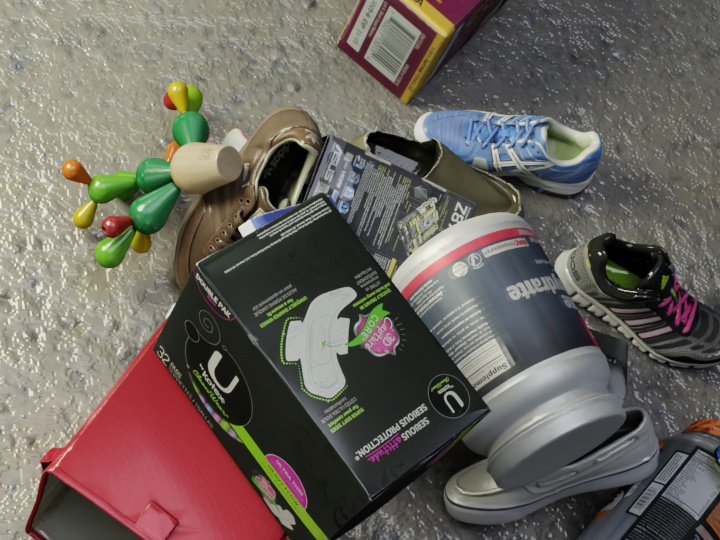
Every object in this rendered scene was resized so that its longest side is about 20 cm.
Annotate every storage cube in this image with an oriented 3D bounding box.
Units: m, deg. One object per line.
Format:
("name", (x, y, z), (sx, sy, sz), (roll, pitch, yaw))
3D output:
("storage cube", (-0.138, 0.165, 1.132), (0.199, 0.171, 0.180), (36, 59, 1))

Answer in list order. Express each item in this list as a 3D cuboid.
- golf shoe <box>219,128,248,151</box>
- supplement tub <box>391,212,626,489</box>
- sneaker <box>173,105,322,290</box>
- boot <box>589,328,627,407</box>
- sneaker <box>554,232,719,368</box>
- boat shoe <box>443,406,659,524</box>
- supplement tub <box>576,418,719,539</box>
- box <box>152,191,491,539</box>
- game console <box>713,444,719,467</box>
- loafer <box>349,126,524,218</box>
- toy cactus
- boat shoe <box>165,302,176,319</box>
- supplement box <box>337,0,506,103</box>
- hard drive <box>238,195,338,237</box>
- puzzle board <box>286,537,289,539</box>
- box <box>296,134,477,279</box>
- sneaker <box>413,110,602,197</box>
("golf shoe", (-0.049, -0.084, 1.359), (0.198, 0.075, 0.092), (12, 56, -15))
("supplement tub", (0.123, 0.066, 1.206), (0.139, 0.141, 0.201), (-18, 67, -25))
("sneaker", (-0.102, -0.054, 1.263), (0.070, 0.076, 0.201), (26, 103, -24))
("boot", (0.151, 0.108, 1.340), (0.199, 0.066, 0.166), (24, 62, -11))
("sneaker", (0.291, 0.027, 1.406), (0.199, 0.088, 0.074), (31, 60, -2))
("boat shoe", (0.166, 0.169, 1.267), (0.198, 0.066, 0.072), (-13, 37, 8))
("supplement tub", (0.283, 0.234, 1.284), (0.123, 0.123, 0.200), (45, 60, 7))
("box", (-0.033, 0.078, 1.027), (0.124, 0.149, 0.201), (-31, 77, -32))
("game console", (0.418, 0.225, 1.280), (0.199, 0.118, 0.172), (-17, 112, -35))
("loafer", (0.073, -0.084, 1.398), (0.198, 0.070, 0.076), (17, 61, -10))
("toy cactus", (-0.174, -0.096, 1.275), (0.103, 0.164, 0.201), (53, 52, -30))
("boat shoe", (-0.068, 0.059, 1.212), (0.199, 0.072, 0.068), (26, 90, -18))
("supplement box", (0.085, -0.291, 1.467), (0.103, 0.131, 0.200), (40, 59, 4))
("hard drive", (-0.015, 0.038, 1.191), (0.201, 0.025, 0.132), (61, 29, 4))
("puzzle board", (-0.094, 0.146, 1.264), (0.150, 0.017, 0.201), (-22, 74, -26))
("box", (0.000, 0.000, 1.295), (0.160, 0.049, 0.202), (22, 82, -15))
("sneaker", (0.152, -0.133, 1.444), (0.198, 0.077, 0.076), (8, 65, -13))
